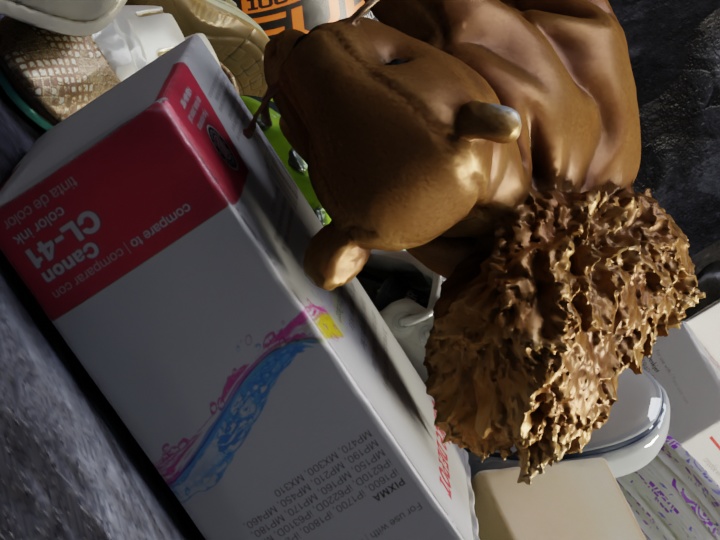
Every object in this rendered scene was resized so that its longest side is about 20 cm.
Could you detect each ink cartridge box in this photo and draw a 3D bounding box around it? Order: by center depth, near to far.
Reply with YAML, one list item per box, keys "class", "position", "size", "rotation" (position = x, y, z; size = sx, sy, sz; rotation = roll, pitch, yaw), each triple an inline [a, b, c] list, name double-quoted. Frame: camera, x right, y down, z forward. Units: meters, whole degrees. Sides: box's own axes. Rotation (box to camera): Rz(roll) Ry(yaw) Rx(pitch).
- class: "ink cartridge box"
  position: [-0.044, 0.025, 1.009]
  size: [0.200, 0.086, 0.148]
  rotation: [58, 7, -10]
- class: "ink cartridge box"
  position: [0.167, 0.102, 1.563]
  size: [0.067, 0.200, 0.116]
  rotation: [62, 10, 28]

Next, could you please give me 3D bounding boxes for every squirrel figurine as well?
- class: "squirrel figurine"
  position: [0.047, -0.030, 0.998]
  size: [0.200, 0.141, 0.187]
  rotation: [56, 13, 1]

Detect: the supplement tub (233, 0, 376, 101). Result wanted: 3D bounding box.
- class: "supplement tub"
  position: [-0.046, -0.161, 1.401]
  size: [0.123, 0.122, 0.200]
  rotation: [-112, -178, -52]

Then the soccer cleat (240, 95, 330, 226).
- class: "soccer cleat"
  position: [0.000, 0.000, 1.254]
  size: [0.200, 0.068, 0.081]
  rotation: [49, 16, 15]

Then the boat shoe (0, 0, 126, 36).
- class: "boat shoe"
  position: [-0.158, -0.138, 1.019]
  size: [0.059, 0.072, 0.200]
  rotation: [27, 6, 28]

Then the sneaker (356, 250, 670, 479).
- class: "sneaker"
  position: [0.030, 0.034, 1.111]
  size: [0.071, 0.200, 0.073]
  rotation: [93, 12, -48]

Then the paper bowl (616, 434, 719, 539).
- class: "paper bowl"
  position: [0.140, 0.177, 1.345]
  size: [0.201, 0.104, 0.201]
  rotation: [55, -13, 19]

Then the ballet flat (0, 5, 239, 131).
- class: "ballet flat"
  position: [-0.099, -0.087, 1.166]
  size: [0.071, 0.065, 0.200]
  rotation: [60, 9, 8]

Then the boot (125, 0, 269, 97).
- class: "boot"
  position: [-0.118, -0.157, 1.296]
  size: [0.155, 0.072, 0.200]
  rotation: [60, 11, 27]

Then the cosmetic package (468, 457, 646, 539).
- class: "cosmetic package"
  position: [0.086, 0.184, 1.053]
  size: [0.071, 0.105, 0.200]
  rotation: [-2, 53, -39]
